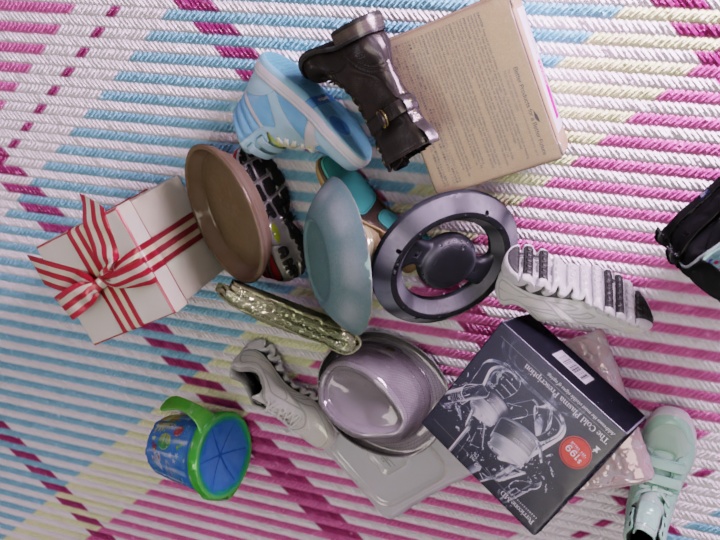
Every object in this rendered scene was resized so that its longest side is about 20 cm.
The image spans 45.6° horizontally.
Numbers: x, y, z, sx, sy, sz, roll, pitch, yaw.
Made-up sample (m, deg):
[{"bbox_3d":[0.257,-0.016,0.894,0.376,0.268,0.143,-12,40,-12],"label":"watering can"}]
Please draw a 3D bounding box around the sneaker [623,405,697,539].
[{"bbox_3d":[0.391,0.284,1.117,0.074,0.118,0.201,12,115,17],"label":"sneaker"}]

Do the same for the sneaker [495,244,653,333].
[{"bbox_3d":[0.265,0.035,1.074,0.200,0.075,0.081,21,135,1],"label":"sneaker"}]

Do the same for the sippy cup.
[{"bbox_3d":[-0.265,0.286,1.368,0.130,0.140,0.178,3,89,30],"label":"sippy cup"}]

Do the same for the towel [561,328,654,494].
[{"bbox_3d":[0.266,0.198,1.138,0.191,0.032,0.201,-21,83,29],"label":"towel"}]

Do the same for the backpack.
[{"bbox_3d":[0.442,-0.057,0.915,0.150,0.178,0.200,36,110,-1],"label":"backpack"}]

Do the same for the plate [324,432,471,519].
[{"bbox_3d":[0.044,0.274,1.295,0.200,0.032,0.200,-38,95,29],"label":"plate"}]

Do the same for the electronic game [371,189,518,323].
[{"bbox_3d":[0.107,-0.014,1.080,0.199,0.042,0.200,-12,129,-15],"label":"electronic game"}]

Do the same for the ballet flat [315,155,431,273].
[{"bbox_3d":[0.008,-0.068,1.139,0.200,0.069,0.063,42,134,1],"label":"ballet flat"}]

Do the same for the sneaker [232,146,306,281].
[{"bbox_3d":[-0.144,-0.075,1.190,0.085,0.077,0.201,-8,106,39],"label":"sneaker"}]

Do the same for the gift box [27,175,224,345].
[{"bbox_3d":[-0.337,-0.022,1.218,0.184,0.187,0.200,-26,102,28],"label":"gift box"}]

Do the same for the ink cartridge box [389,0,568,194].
[{"bbox_3d":[0.138,-0.210,1.019,0.164,0.075,0.200,-15,105,24],"label":"ink cartridge box"}]

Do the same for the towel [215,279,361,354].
[{"bbox_3d":[-0.101,0.061,1.174,0.200,0.148,0.037,22,90,-12],"label":"towel"}]

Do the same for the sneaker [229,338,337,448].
[{"bbox_3d":[-0.119,0.197,1.286,0.200,0.081,0.075,45,118,3],"label":"sneaker"}]

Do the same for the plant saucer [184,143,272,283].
[{"bbox_3d":[-0.177,-0.079,1.162,0.200,0.029,0.200,39,143,37],"label":"plant saucer"}]

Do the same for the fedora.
[{"bbox_3d":[0.019,0.180,1.202,0.200,0.090,0.177,34,105,15],"label":"fedora"}]

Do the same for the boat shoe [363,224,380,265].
[{"bbox_3d":[0.000,0.000,1.135,0.062,0.073,0.200,-2,156,-16],"label":"boat shoe"}]

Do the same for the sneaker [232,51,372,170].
[{"bbox_3d":[-0.083,-0.173,1.113,0.200,0.079,0.131,47,119,14],"label":"sneaker"}]

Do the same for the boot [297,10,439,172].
[{"bbox_3d":[0.007,-0.198,1.021,0.174,0.069,0.200,65,157,-7],"label":"boot"}]

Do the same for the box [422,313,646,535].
[{"bbox_3d":[0.217,0.191,1.087,0.200,0.104,0.182,43,113,21],"label":"box"}]

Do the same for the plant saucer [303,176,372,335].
[{"bbox_3d":[-0.038,-0.015,1.068,0.039,0.201,0.202,-9,115,-18],"label":"plant saucer"}]
